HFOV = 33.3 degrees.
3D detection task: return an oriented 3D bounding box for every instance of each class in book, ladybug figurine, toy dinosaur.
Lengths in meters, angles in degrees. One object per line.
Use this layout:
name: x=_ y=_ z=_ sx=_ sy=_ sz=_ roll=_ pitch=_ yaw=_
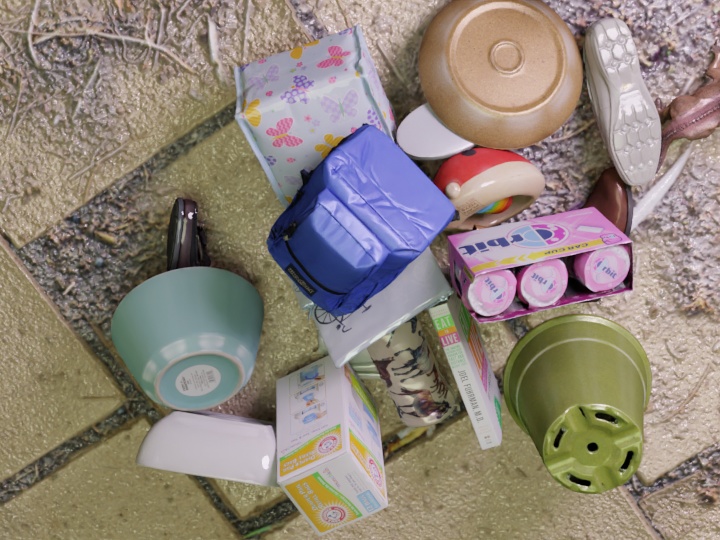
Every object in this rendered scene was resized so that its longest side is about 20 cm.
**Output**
book: x=0.132 y=0.110 z=1.538 sx=0.048 sy=0.134 sz=0.201 roll=-18 pitch=108 yaw=12
ladybug figurine: x=0.146 y=-0.101 z=1.444 sx=0.135 sy=0.200 sz=0.072 roll=-30 pitch=77 yaw=22
toy dinosaur: x=0.411 y=-0.190 z=1.410 sx=0.200 sy=0.136 sz=0.086 roll=-40 pitch=103 yaw=16

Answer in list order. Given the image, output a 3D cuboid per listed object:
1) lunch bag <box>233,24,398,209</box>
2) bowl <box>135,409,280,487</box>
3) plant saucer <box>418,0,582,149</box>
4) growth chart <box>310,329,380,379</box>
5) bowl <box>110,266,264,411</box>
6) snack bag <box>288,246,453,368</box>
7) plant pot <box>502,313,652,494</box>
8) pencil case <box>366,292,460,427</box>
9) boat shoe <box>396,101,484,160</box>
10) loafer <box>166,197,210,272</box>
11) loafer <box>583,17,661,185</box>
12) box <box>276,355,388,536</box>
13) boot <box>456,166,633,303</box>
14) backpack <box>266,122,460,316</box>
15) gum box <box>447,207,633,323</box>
lunch bag: x=-0.044 y=-0.171 z=1.455 sx=0.168 sy=0.128 sz=0.201 roll=-18 pitch=134 yaw=10
bowl: x=-0.180 y=0.228 z=1.582 sx=0.198 sy=0.200 sz=0.075 roll=9 pitch=84 yaw=6
plant saucer: x=0.167 y=-0.243 z=1.407 sx=0.198 sy=0.035 sz=0.202 roll=1 pitch=78 yaw=-6
growth chart: x=0.004 y=0.059 z=1.591 sx=0.143 sy=0.018 sz=0.202 roll=6 pitch=110 yaw=1
bowl: x=-0.211 y=0.102 z=1.529 sx=0.199 sy=0.106 sz=0.202 roll=-11 pitch=136 yaw=-10
snack bag: x=0.000 y=0.000 z=1.501 sx=0.188 sy=0.021 sz=0.201 roll=-34 pitch=60 yaw=15
plant pot: x=0.283 y=0.182 z=1.524 sx=0.198 sy=0.190 sz=0.202 roll=1 pitch=109 yaw=4
pencil case: x=0.058 y=0.105 z=1.556 sx=0.089 sy=0.078 sz=0.201 roll=-18 pitch=109 yaw=20
boat shoe: x=0.133 y=-0.178 z=1.446 sx=0.199 sy=0.066 sz=0.072 roll=-28 pitch=76 yaw=-13
loafer: x=-0.221 y=-0.002 z=1.567 sx=0.062 sy=0.072 sz=0.202 roll=2 pitch=118 yaw=-16
loafer: x=0.311 y=-0.202 z=1.442 sx=0.069 sy=0.070 sz=0.202 roll=-14 pitch=99 yaw=-6
box: x=-0.039 y=0.219 z=1.544 sx=0.101 sy=0.201 sz=0.113 roll=-25 pitch=121 yaw=12
boot: x=0.224 y=-0.047 z=1.483 sx=0.198 sy=0.069 sz=0.190 roll=3 pitch=124 yaw=-21
backpack: x=-0.023 y=-0.043 z=1.379 sx=0.163 sy=0.168 sz=0.200 roll=50 pitch=144 yaw=1
gum box: x=0.201 y=-0.007 z=1.397 sx=0.198 sy=0.114 sz=0.067 roll=-12 pitch=115 yaw=-8
